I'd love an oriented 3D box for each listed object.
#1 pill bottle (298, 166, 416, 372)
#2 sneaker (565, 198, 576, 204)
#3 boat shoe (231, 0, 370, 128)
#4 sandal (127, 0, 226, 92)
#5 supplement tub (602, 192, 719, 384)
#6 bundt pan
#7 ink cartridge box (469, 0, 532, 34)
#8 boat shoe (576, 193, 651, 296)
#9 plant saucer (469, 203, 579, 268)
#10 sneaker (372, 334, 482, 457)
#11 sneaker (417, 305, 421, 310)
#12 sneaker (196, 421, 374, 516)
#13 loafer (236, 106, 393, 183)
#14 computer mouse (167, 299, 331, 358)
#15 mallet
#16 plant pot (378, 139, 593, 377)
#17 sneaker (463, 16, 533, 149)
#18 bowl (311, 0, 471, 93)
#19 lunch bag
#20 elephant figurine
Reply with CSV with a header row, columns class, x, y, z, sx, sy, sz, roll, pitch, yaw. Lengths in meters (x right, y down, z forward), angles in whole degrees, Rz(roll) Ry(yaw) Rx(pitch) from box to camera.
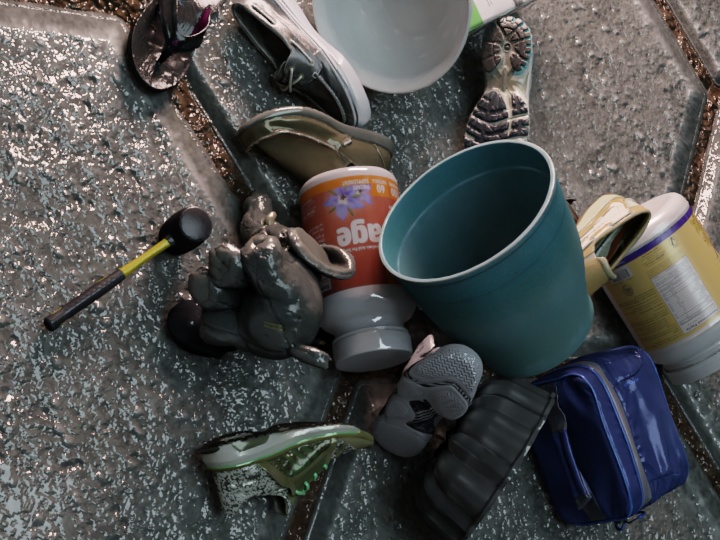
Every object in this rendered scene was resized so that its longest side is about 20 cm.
class,x,y,z,sx,sy,sz,roll,pitch,yaw
pill bottle,0.000,0.000,1.662,0.111,0.112,0.203,3,69,-34
sneaker,0.149,-0.055,1.798,0.198,0.104,0.061,1,74,-35
boat shoe,-0.071,-0.230,1.730,0.071,0.072,0.201,-38,87,-31
sandal,-0.188,-0.278,1.667,0.075,0.048,0.202,37,57,-20
supplement tub,0.383,0.023,1.913,0.145,0.145,0.201,-38,98,-37
bundt pan,0.122,0.196,1.653,0.075,0.202,0.203,33,56,3
ink cartridge box,0.129,-0.367,1.897,0.199,0.084,0.147,-30,92,-37
boat shoe,0.252,-0.004,1.736,0.201,0.076,0.072,-53,125,-13
plant saucer,0.190,0.005,1.760,0.198,0.029,0.203,-9,105,-34
sneaker,0.083,0.110,1.647,0.075,0.200,0.115,33,51,-2
sneaker,0.110,0.035,1.762,0.198,0.078,0.101,-3,91,-29
sneaker,-0.073,0.204,1.589,0.198,0.077,0.090,-6,91,-31
loafer,-0.044,-0.126,1.703,0.198,0.075,0.071,9,65,-33
computer mouse,-0.111,0.061,1.622,0.198,0.034,0.059,5,71,-35
mallet,-0.236,0.002,1.556,0.199,0.066,0.041,-36,95,-22
plant pot,0.148,0.003,1.612,0.189,0.198,0.201,56,50,-33
sneaker,0.179,-0.199,1.884,0.086,0.077,0.203,28,73,-73
bowl,0.050,-0.310,1.778,0.203,0.200,0.090,62,29,-2
lunch bag,0.273,0.200,1.784,0.131,0.135,0.202,-19,87,-37
elephant figurine,-0.076,0.004,1.584,0.200,0.140,0.157,-37,115,-62
